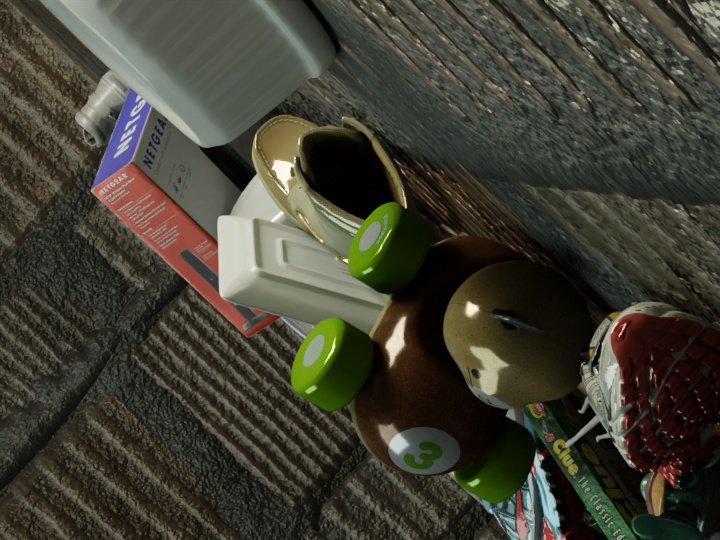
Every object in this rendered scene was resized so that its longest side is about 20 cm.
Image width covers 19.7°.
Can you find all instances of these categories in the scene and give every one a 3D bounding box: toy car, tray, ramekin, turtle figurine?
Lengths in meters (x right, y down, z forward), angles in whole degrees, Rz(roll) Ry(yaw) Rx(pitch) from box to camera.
[{"bbox_3d":[0.083,0.056,1.255,0.164,0.159,0.200,31,169,-23],"label":"toy car"},{"bbox_3d":[-0.006,0.009,1.494,0.198,0.022,0.108,16,-150,-15],"label":"tray"},{"bbox_3d":[-0.116,-0.158,1.201,0.202,0.094,0.202,42,176,4],"label":"ramekin"},{"bbox_3d":[0.198,0.147,1.383,0.200,0.100,0.151,95,168,-83],"label":"turtle figurine"}]

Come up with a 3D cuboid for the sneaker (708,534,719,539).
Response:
[{"bbox_3d":[0.280,0.220,1.438,0.146,0.077,0.202,36,174,37],"label":"sneaker"}]

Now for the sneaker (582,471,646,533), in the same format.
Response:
[{"bbox_3d":[0.233,0.201,1.704,0.111,0.077,0.200,39,174,6],"label":"sneaker"}]

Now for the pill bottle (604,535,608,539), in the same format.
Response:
[{"bbox_3d":[0.214,0.222,1.844,0.200,0.116,0.116,44,176,-23],"label":"pill bottle"}]

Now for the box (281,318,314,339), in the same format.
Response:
[{"bbox_3d":[-0.047,0.002,2.086,0.200,0.115,0.132,42,176,18],"label":"box"}]

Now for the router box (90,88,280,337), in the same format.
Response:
[{"bbox_3d":[-0.117,-0.074,1.668,0.179,0.049,0.201,44,-148,-24],"label":"router box"}]

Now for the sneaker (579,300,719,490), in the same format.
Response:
[{"bbox_3d":[0.143,0.056,1.057,0.082,0.078,0.200,42,176,21],"label":"sneaker"}]

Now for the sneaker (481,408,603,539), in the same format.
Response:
[{"bbox_3d":[0.134,0.171,1.707,0.095,0.079,0.202,-2,105,32],"label":"sneaker"}]

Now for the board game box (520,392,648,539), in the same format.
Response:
[{"bbox_3d":[0.191,0.165,1.562,0.201,0.023,0.104,57,-157,22],"label":"board game box"}]

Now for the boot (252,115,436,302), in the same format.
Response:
[{"bbox_3d":[-0.019,-0.064,1.432,0.200,0.072,0.155,45,174,27],"label":"boot"}]

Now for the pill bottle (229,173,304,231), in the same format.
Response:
[{"bbox_3d":[0.000,0.000,1.613,0.200,0.112,0.111,44,176,-22],"label":"pill bottle"}]

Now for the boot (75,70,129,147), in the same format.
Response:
[{"bbox_3d":[-0.360,-0.219,2.961,0.073,0.096,0.200,41,176,10],"label":"boot"}]

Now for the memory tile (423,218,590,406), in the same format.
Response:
[{"bbox_3d":[0.123,0.038,1.507,0.200,0.017,0.153,44,176,-16],"label":"memory tile"}]

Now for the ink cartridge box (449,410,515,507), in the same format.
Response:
[{"bbox_3d":[0.131,0.161,2.012,0.068,0.115,0.200,41,177,20],"label":"ink cartridge box"}]
